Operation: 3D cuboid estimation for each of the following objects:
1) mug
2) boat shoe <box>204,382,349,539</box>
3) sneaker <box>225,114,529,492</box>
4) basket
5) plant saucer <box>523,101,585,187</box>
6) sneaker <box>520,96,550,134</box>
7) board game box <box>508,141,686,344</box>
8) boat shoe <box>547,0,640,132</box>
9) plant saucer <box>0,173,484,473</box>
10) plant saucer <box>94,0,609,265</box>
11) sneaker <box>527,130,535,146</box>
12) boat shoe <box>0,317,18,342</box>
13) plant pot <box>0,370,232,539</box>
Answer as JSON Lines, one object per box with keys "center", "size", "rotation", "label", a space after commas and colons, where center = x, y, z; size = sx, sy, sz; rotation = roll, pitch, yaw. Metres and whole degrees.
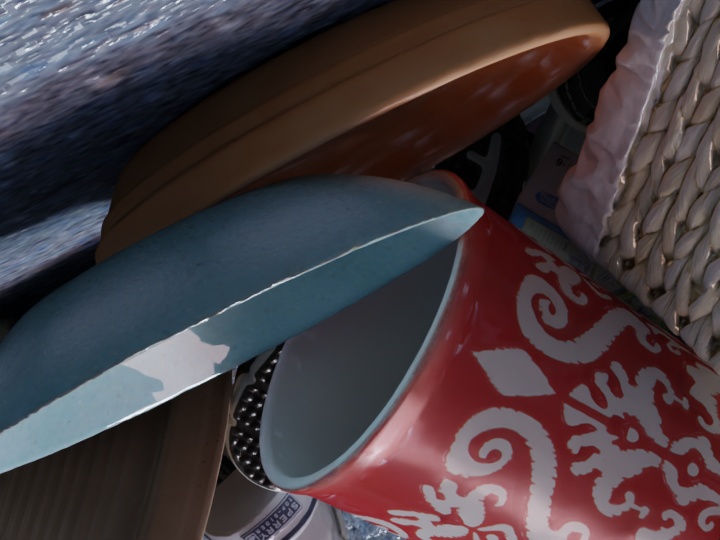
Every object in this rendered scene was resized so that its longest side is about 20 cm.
{"center": [0.075, 0.060, 0.887], "size": [0.134, 0.200, 0.178], "rotation": [-57, -160, 8], "label": "mug"}
{"center": [-0.053, 0.113, 1.095], "size": [0.074, 0.065, 0.200], "rotation": [-41, -162, 0], "label": "boat shoe"}
{"center": [0.000, 0.000, 0.997], "size": [0.200, 0.074, 0.080], "rotation": [-53, -164, 8], "label": "sneaker"}
{"center": [0.208, -0.058, 0.809], "size": [0.198, 0.161, 0.200], "rotation": [-26, 153, -28], "label": "basket"}
{"center": [0.165, -0.044, 1.022], "size": [0.200, 0.050, 0.201], "rotation": [-19, 129, -25], "label": "plant saucer"}
{"center": [0.147, -0.066, 1.126], "size": [0.200, 0.090, 0.075], "rotation": [-30, 174, 27], "label": "sneaker"}
{"center": [0.113, 0.037, 0.977], "size": [0.034, 0.134, 0.200], "rotation": [-56, 173, -27], "label": "board game box"}
{"center": [0.175, -0.111, 0.927], "size": [0.200, 0.072, 0.068], "rotation": [-25, 179, -7], "label": "boat shoe"}
{"center": [-0.056, 0.011, 0.744], "size": [0.201, 0.039, 0.201], "rotation": [-28, 175, -2], "label": "plant saucer"}
{"center": [-0.007, -0.051, 0.793], "size": [0.200, 0.038, 0.200], "rotation": [-28, 176, -2], "label": "plant saucer"}
{"center": [0.044, -0.030, 1.130], "size": [0.071, 0.100, 0.200], "rotation": [-20, -158, -38], "label": "sneaker"}
{"center": [-0.119, 0.028, 0.927], "size": [0.201, 0.065, 0.074], "rotation": [-23, -164, 8], "label": "boat shoe"}
{"center": [-0.133, 0.115, 1.012], "size": [0.092, 0.201, 0.201], "rotation": [18, 161, -13], "label": "plant pot"}
